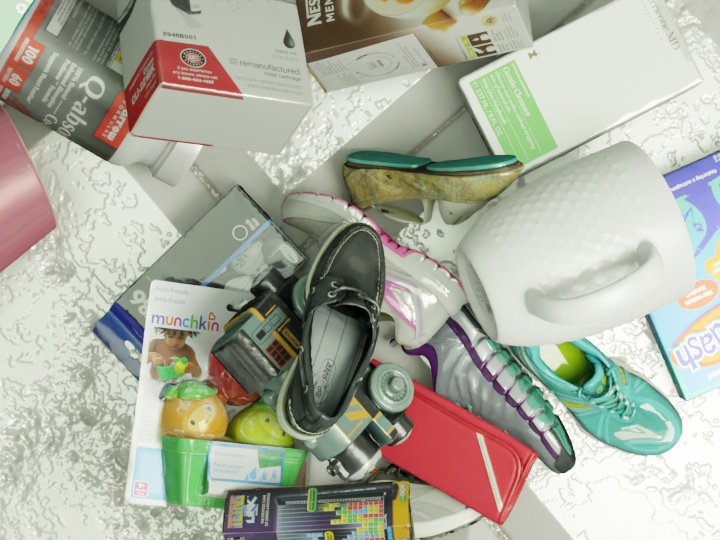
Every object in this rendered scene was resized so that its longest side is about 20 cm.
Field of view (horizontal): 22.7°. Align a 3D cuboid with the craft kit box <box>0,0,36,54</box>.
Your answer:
[{"bbox_3d":[-0.333,-0.257,1.592,0.048,0.197,0.200,33,92,-27],"label":"craft kit box"}]

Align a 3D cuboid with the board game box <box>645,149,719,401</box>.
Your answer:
[{"bbox_3d":[0.328,-0.001,1.659,0.151,0.045,0.201,-24,92,2],"label":"board game box"}]

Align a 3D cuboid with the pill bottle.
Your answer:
[{"bbox_3d":[-0.231,-0.166,1.618,0.199,0.116,0.116,30,92,-13],"label":"pill bottle"}]

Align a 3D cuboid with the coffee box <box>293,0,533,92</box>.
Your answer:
[{"bbox_3d":[0.045,-0.244,1.603,0.199,0.080,0.115,-12,68,14],"label":"coffee box"}]

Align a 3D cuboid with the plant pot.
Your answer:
[{"bbox_3d":[-0.380,-0.057,1.609,0.178,0.200,0.201,-27,91,-14],"label":"plant pot"}]

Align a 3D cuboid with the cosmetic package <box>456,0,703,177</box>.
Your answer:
[{"bbox_3d":[0.198,-0.170,1.636,0.199,0.085,0.108,-28,90,3],"label":"cosmetic package"}]

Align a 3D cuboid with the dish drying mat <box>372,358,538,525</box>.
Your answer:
[{"bbox_3d":[0.063,0.152,1.636,0.199,0.018,0.077,28,99,27],"label":"dish drying mat"}]

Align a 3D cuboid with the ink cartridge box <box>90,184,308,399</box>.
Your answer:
[{"bbox_3d":[-0.152,0.023,1.672,0.200,0.039,0.099,-45,91,3],"label":"ink cartridge box"}]

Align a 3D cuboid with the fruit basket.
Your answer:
[{"bbox_3d":[-0.115,0.119,1.624,0.184,0.094,0.201,10,90,-30],"label":"fruit basket"}]

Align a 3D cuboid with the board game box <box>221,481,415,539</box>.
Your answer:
[{"bbox_3d":[-0.029,0.278,1.610,0.164,0.057,0.201,-5,131,4],"label":"board game box"}]

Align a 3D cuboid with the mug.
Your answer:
[{"bbox_3d":[0.185,-0.005,1.530,0.175,0.200,0.148,-23,111,-8],"label":"mug"}]

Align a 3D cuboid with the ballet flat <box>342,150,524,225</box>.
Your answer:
[{"bbox_3d":[0.067,-0.073,1.614,0.199,0.071,0.071,5,93,40],"label":"ballet flat"}]

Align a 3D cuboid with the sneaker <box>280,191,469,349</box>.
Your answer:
[{"bbox_3d":[0.000,0.000,1.629,0.200,0.081,0.088,34,89,21],"label":"sneaker"}]

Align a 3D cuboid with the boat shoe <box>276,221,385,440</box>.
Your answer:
[{"bbox_3d":[-0.016,0.046,1.533,0.074,0.066,0.200,29,70,-16],"label":"boat shoe"}]

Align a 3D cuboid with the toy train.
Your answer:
[{"bbox_3d":[-0.040,0.093,1.591,0.200,0.085,0.114,49,56,-8],"label":"toy train"}]

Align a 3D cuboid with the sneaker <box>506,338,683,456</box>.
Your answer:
[{"bbox_3d":[0.215,0.109,1.642,0.200,0.080,0.078,36,91,-13],"label":"sneaker"}]

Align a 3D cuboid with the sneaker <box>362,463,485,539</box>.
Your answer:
[{"bbox_3d":[0.047,0.212,1.659,0.199,0.074,0.080,-15,86,2],"label":"sneaker"}]

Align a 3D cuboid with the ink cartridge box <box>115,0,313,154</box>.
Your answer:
[{"bbox_3d":[-0.133,-0.214,1.575,0.144,0.084,0.201,5,57,-26],"label":"ink cartridge box"}]

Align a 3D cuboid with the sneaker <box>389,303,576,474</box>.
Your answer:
[{"bbox_3d":[0.115,0.119,1.662,0.087,0.074,0.200,-39,80,12],"label":"sneaker"}]
